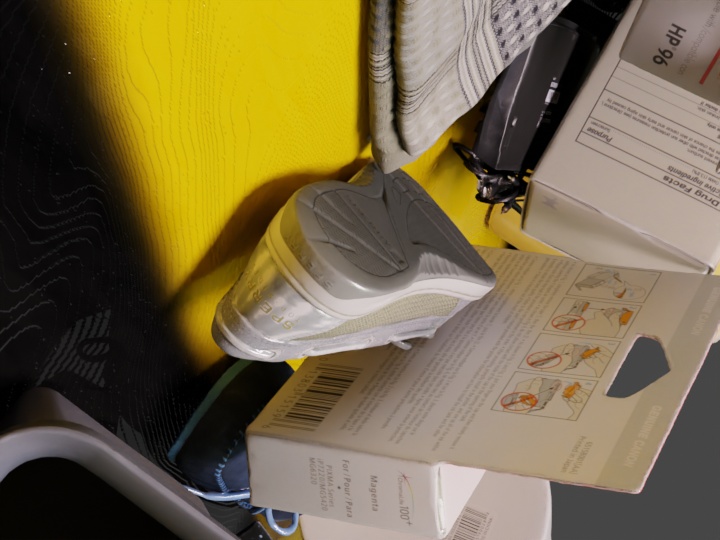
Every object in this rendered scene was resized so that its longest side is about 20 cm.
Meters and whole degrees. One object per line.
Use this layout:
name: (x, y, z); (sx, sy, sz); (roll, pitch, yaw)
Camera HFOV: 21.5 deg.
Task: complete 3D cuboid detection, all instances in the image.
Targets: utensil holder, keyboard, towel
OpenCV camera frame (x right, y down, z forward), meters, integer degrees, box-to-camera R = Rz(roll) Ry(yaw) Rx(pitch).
utensil holder: (0.043, 0.168, 1.248); (0.170, 0.170, 0.200); (-48, 165, -10)
keyboard: (0.076, -0.080, 0.950); (0.200, 0.040, 0.104); (-7, 116, -74)
towel: (0.075, -0.135, 0.749); (0.193, 0.035, 0.200); (-47, 168, -13)

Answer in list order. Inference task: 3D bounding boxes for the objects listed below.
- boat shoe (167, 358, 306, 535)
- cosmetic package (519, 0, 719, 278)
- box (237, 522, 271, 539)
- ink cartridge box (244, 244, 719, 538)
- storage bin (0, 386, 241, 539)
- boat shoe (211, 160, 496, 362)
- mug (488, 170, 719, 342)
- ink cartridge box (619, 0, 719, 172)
boat shoe: (-0.034, 0.084, 0.934); (0.084, 0.069, 0.200); (-51, 168, 5)
cosmetic package: (0.172, -0.090, 0.973); (0.200, 0.105, 0.071); (-58, 169, -19)
box: (-0.133, 0.205, 0.905); (0.137, 0.038, 0.200); (-38, 177, 37)
ink cartridge box: (0.067, 0.052, 0.860); (0.200, 0.174, 0.044); (-49, 142, -55)
storage bin: (-0.130, 0.129, 0.619); (0.200, 0.146, 0.134); (-51, -165, 2)
boat shoe: (0.001, 0.001, 0.814); (0.065, 0.074, 0.202); (-42, 171, 18)
mug: (0.172, -0.027, 1.141); (0.187, 0.153, 0.149); (-40, 165, -40)
ink cartridge box: (0.182, -0.156, 0.864); (0.116, 0.068, 0.200); (110, 6, -57)
